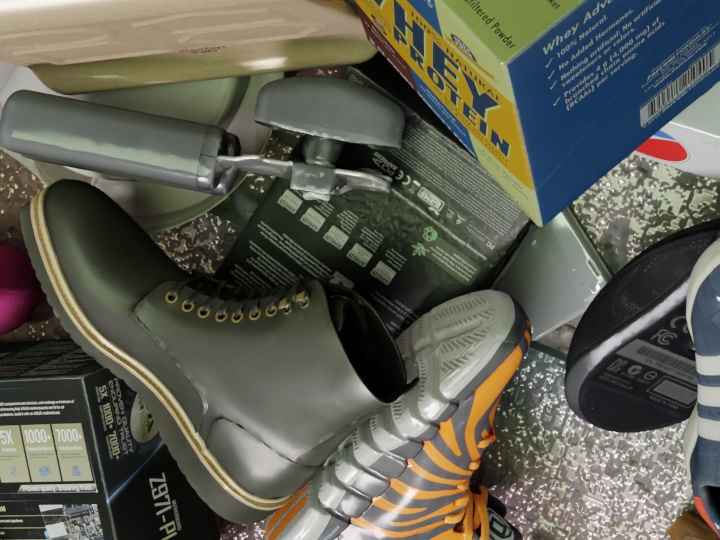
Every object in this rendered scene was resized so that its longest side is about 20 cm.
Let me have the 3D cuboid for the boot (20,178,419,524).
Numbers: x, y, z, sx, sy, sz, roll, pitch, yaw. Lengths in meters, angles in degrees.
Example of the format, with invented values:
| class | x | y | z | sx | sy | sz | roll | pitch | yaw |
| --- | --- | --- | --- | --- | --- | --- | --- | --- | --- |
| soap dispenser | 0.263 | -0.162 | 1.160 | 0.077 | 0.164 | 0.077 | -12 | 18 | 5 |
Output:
| class | x | y | z | sx | sy | sz | roll | pitch | yaw |
| --- | --- | --- | --- | --- | --- | --- | --- | --- | --- |
| boot | -0.066 | 0.012 | 1.482 | 0.200 | 0.077 | 0.138 | 50 | 131 | -2 |

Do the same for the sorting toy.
| class | x | y | z | sx | sy | sz | roll | pitch | yaw |
| --- | --- | --- | --- | --- | --- | --- | --- | --- | --- |
| sorting toy | -0.099 | -0.122 | 1.410 | 0.185 | 0.200 | 0.037 | -5 | 84 | 14 |

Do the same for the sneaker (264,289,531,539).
| class | x | y | z | sx | sy | sz | roll | pitch | yaw |
| --- | --- | --- | --- | --- | --- | --- | --- | --- | --- |
| sneaker | 0.048 | 0.097 | 1.507 | 0.112 | 0.078 | 0.200 | 30 | 126 | -18 |

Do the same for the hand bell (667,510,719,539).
| class | x | y | z | sx | sy | sz | roll | pitch | yaw |
| --- | --- | --- | --- | --- | --- | --- | --- | --- | --- |
| hand bell | 0.229 | 0.198 | 1.508 | 0.200 | 0.104 | 0.104 | 47 | 113 | 18 |

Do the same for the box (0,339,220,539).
| class | x | y | z | sx | sy | sz | roll | pitch | yaw |
| --- | --- | --- | --- | --- | --- | --- | --- | --- | --- |
| box | -0.182 | 0.125 | 1.593 | 0.200 | 0.086 | 0.164 | -5 | 102 | 35 |

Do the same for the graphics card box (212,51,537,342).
| class | x | y | z | sx | sy | sz | roll | pitch | yaw |
| --- | --- | --- | --- | --- | --- | --- | --- | --- | --- |
| graphics card box | 0.000 | 0.000 | 1.540 | 0.125 | 0.051 | 0.200 | 36 | 116 | 8 |

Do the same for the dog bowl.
| class | x | y | z | sx | sy | sz | roll | pitch | yaw |
| --- | --- | --- | --- | --- | --- | --- | --- | --- | --- |
| dog bowl | -0.123 | -0.121 | 1.553 | 0.200 | 0.059 | 0.200 | 4 | 103 | 18 |

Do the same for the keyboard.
| class | x | y | z | sx | sy | sz | roll | pitch | yaw |
| --- | --- | --- | --- | --- | --- | --- | --- | --- | --- |
| keyboard | 0.057 | -0.061 | 1.533 | 0.056 | 0.011 | 0.200 | -32 | 91 | 28 |

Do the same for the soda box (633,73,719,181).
| class | x | y | z | sx | sy | sz | roll | pitch | yaw |
| --- | --- | --- | --- | --- | --- | --- | --- | --- | --- |
| soda box | 0.122 | -0.102 | 1.458 | 0.200 | 0.064 | 0.068 | 19 | 75 | 15 |

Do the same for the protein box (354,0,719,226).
| class | x | y | z | sx | sy | sz | roll | pitch | yaw |
| --- | --- | --- | --- | --- | --- | --- | --- | --- | --- |
| protein box | 0.105 | -0.158 | 1.339 | 0.199 | 0.200 | 0.135 | -39 | 70 | -6 |

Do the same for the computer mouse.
| class | x | y | z | sx | sy | sz | roll | pitch | yaw |
| --- | --- | --- | --- | --- | --- | --- | --- | --- | --- |
| computer mouse | 0.180 | 0.009 | 1.469 | 0.200 | 0.138 | 0.053 | -38 | 44 | 31 |

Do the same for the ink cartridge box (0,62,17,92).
| class | x | y | z | sx | sy | sz | roll | pitch | yaw |
| --- | --- | --- | --- | --- | --- | --- | --- | --- | --- |
| ink cartridge box | -0.219 | -0.130 | 1.474 | 0.085 | 0.146 | 0.200 | 41 | 112 | 8 |

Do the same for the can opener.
| class | x | y | z | sx | sy | sz | roll | pitch | yaw |
| --- | --- | --- | --- | --- | --- | --- | --- | --- | --- |
| can opener | -0.077 | -0.073 | 1.487 | 0.200 | 0.053 | 0.067 | 11 | 87 | 10 |

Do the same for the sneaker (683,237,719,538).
| class | x | y | z | sx | sy | sz | roll | pitch | yaw |
| --- | --- | --- | --- | --- | --- | --- | --- | --- | --- |
| sneaker | 0.196 | 0.064 | 1.427 | 0.075 | 0.085 | 0.200 | -8 | 138 | -2 |

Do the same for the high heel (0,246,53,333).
| class | x | y | z | sx | sy | sz | roll | pitch | yaw |
| --- | --- | --- | --- | --- | --- | --- | --- | --- | --- |
| high heel | -0.267 | 0.007 | 1.601 | 0.200 | 0.096 | 0.067 | -4 | 85 | 14 |
